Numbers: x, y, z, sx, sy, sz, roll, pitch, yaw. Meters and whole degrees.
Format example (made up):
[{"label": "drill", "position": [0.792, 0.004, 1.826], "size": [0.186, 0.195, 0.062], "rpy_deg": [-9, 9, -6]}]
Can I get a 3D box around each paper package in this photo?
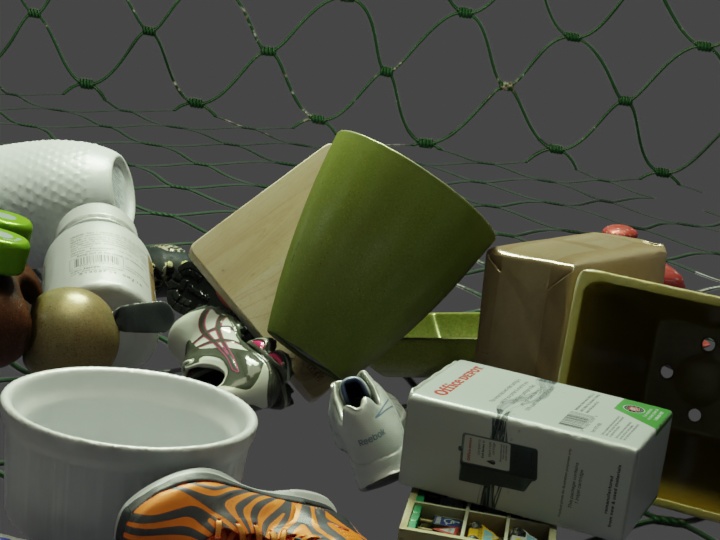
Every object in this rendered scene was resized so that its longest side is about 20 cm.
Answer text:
[{"label": "paper package", "position": [0.211, 0.066, 1.764], "size": [0.103, 0.193, 0.199], "rpy_deg": [12, 12, 36]}]

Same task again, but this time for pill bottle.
[{"label": "pill bottle", "position": [-0.265, 0.016, 1.776], "size": [0.113, 0.115, 0.200], "rpy_deg": [5, 28, -13]}]

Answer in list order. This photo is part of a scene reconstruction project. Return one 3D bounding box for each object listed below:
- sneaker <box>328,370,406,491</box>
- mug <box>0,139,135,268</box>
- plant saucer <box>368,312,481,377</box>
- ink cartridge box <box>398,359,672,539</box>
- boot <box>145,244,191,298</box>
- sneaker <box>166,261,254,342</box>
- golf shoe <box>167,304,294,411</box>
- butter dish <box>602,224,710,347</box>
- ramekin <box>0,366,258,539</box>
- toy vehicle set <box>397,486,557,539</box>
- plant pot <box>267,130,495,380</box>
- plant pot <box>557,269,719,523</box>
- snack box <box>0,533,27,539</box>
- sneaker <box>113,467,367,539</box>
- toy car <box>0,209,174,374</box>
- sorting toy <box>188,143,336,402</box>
[{"label": "sneaker", "position": [0.005, 0.125, 1.579], "size": [0.074, 0.088, 0.200], "rpy_deg": [-24, 15, -5]}, {"label": "mug", "position": [-0.354, -0.065, 2.084], "size": [0.174, 0.201, 0.149], "rpy_deg": [-8, 51, 11]}, {"label": "plant saucer", "position": [0.115, 0.082, 1.900], "size": [0.199, 0.048, 0.199], "rpy_deg": [-1, 6, 32]}, {"label": "ink cartridge box", "position": [0.147, 0.148, 1.480], "size": [0.198, 0.084, 0.146], "rpy_deg": [13, 13, 20]}, {"label": "boot", "position": [-0.248, 0.011, 1.985], "size": [0.153, 0.074, 0.203], "rpy_deg": [-7, 14, -32]}, {"label": "sneaker", "position": [-0.121, 0.053, 1.905], "size": [0.087, 0.076, 0.200], "rpy_deg": [26, 8, -45]}, {"label": "golf shoe", "position": [-0.148, 0.087, 1.730], "size": [0.088, 0.078, 0.199], "rpy_deg": [-14, 20, -33]}, {"label": "butter dish", "position": [0.308, 0.018, 2.149], "size": [0.198, 0.149, 0.199], "rpy_deg": [-1, 15, -38]}, {"label": "ramekin", "position": [-0.183, 0.150, 1.363], "size": [0.198, 0.099, 0.201], "rpy_deg": [7, 13, -2]}, {"label": "toy vehicle set", "position": [0.101, 0.203, 1.461], "size": [0.123, 0.027, 0.200], "rpy_deg": [9, 12, 6]}, {"label": "plant pot", "position": [0.000, 0.000, 1.706], "size": [0.186, 0.201, 0.187], "rpy_deg": [33, -7, 5]}, {"label": "plant pot", "position": [0.304, 0.109, 1.657], "size": [0.193, 0.197, 0.200], "rpy_deg": [12, 7, 21]}, {"label": "snack box", "position": [-0.248, 0.208, 1.225], "size": [0.198, 0.025, 0.072], "rpy_deg": [11, 11, 14]}, {"label": "sneaker", "position": [-0.070, 0.196, 1.254], "size": [0.199, 0.078, 0.112], "rpy_deg": [4, 12, -34]}, {"label": "toy car", "position": [-0.277, 0.055, 1.619], "size": [0.198, 0.166, 0.158], "rpy_deg": [15, 11, -12]}, {"label": "sorting toy", "position": [-0.047, 0.008, 1.812], "size": [0.200, 0.199, 0.070], "rpy_deg": [-38, -6, -25]}]
